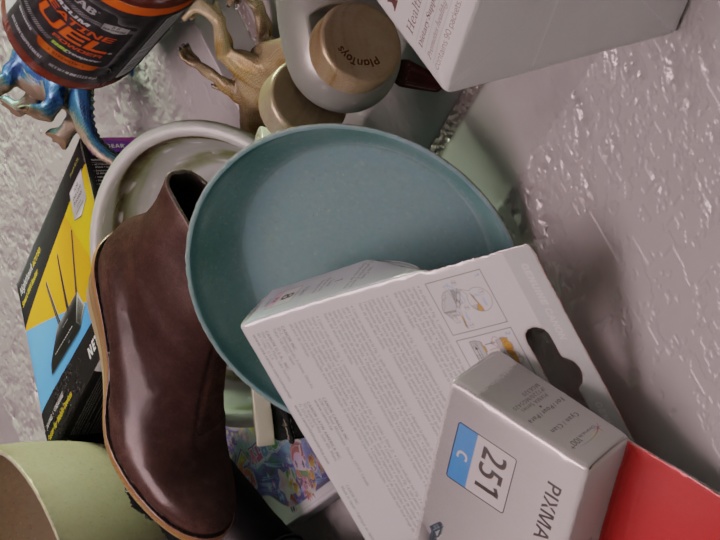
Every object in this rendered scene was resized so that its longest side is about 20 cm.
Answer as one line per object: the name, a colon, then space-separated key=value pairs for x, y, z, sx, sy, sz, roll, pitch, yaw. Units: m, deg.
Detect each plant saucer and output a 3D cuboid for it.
plant saucer: x=-0.080 y=-0.002 z=1.797 sx=0.200 sy=0.050 sz=0.200 roll=13 pitch=113 yaw=32
plant saucer: x=0.000 y=0.000 z=1.619 sx=0.200 sy=0.036 sz=0.200 roll=7 pitch=119 yaw=13

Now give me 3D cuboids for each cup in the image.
cup: x=-0.174 y=0.203 z=1.994 sx=0.200 sy=0.143 sz=0.201 roll=38 pitch=135 yaw=50

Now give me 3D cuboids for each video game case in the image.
video game case: x=-0.071 y=0.071 z=1.885 sx=0.143 sy=0.018 sz=0.200 roll=-41 pitch=68 yaw=58

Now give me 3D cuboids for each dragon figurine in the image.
dragon figurine: x=-0.197 y=-0.141 z=1.940 sx=0.200 sy=0.099 sz=0.059 roll=33 pitch=173 yaw=43

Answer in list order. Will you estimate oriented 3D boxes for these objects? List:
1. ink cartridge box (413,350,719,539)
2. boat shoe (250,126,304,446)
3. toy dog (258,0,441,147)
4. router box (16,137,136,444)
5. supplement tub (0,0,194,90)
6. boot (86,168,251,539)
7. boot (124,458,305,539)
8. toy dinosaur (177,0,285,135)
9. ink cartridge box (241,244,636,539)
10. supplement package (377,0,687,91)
ink cartridge box: x=0.111 y=0.167 z=1.528 sx=0.176 sy=0.045 sz=0.200 roll=32 pitch=132 yaw=25
boat shoe: x=-0.034 y=0.010 z=1.700 sx=0.075 sy=0.066 sz=0.200 roll=-104 pitch=13 yaw=-75
toy dog: x=-0.003 y=-0.168 z=1.610 sx=0.132 sy=0.096 sz=0.200 roll=5 pitch=93 yaw=62
router box: x=-0.187 y=0.021 z=2.000 sx=0.200 sy=0.051 sz=0.149 roll=122 pitch=140 yaw=-53
supplement tub: x=-0.153 y=-0.198 z=1.814 sx=0.200 sy=0.107 sz=0.107 roll=-39 pitch=69 yaw=59
boot: x=-0.107 y=0.056 z=1.728 sx=0.166 sy=0.072 sz=0.200 roll=-44 pitch=66 yaw=57
boot: x=-0.068 y=0.168 z=1.832 sx=0.163 sy=0.073 sz=0.198 roll=52 pitch=154 yaw=4
toy dinosaur: x=-0.060 y=-0.128 z=1.756 sx=0.101 sy=0.058 sz=0.200 roll=52 pitch=154 yaw=10
ink cartridge box: x=0.053 y=0.064 z=1.573 sx=0.200 sy=0.057 sz=0.163 roll=-18 pitch=111 yaw=31
supplement package: x=0.070 y=-0.232 z=1.366 sx=0.200 sy=0.147 sz=0.191 roll=55 pitch=145 yaw=30
